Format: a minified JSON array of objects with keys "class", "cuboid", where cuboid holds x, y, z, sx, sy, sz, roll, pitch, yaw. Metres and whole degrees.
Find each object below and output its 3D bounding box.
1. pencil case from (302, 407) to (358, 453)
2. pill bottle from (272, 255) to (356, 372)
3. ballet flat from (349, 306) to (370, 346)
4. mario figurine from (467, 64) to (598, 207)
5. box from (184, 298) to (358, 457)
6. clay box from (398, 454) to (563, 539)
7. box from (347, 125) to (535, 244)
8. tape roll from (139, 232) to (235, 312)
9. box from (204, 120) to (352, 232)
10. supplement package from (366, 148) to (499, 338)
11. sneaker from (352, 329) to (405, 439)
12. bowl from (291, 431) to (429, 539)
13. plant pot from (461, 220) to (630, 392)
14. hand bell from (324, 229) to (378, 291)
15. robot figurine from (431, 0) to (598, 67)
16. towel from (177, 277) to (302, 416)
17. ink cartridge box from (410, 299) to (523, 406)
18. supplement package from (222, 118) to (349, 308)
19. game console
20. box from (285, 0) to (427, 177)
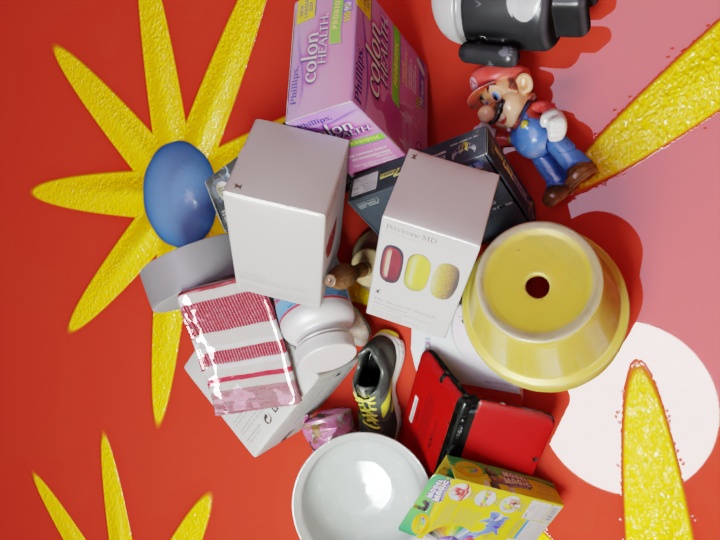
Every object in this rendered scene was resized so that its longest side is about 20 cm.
[{"class":"pencil case","cuboid":[-0.030,0.320,0.985,0.083,0.086,0.202,-20,85,53]},{"class":"pill bottle","cuboid":[-0.071,0.038,0.886,0.108,0.108,0.201,-37,55,29]},{"class":"ballet flat","cuboid":[-0.069,0.055,0.972,0.200,0.067,0.068,43,132,25]},{"class":"mario figurine","cuboid":[0.198,-0.173,0.776,0.123,0.106,0.201,-41,77,29]},{"class":"box","cuboid":[-0.147,0.150,1.002,0.200,0.130,0.199,45,115,17]},{"class":"clay box","cuboid":[0.156,0.317,0.823,0.198,0.048,0.116,20,114,-17]},{"class":"box","cuboid":[0.107,-0.088,0.801,0.199,0.158,0.051,-14,52,31]},{"class":"tape roll","cuboid":[-0.253,0.003,1.006,0.199,0.200,0.067,-25,84,30]},{"class":"box","cuboid":[-0.101,-0.141,0.920,0.199,0.163,0.087,-27,82,31]},{"class":"supplement package","cuboid":[0.081,-0.026,0.739,0.113,0.110,0.201,17,146,7]},{"class":"sneaker","cuboid":[0.016,0.193,0.939,0.074,0.084,0.202,6,98,31]},{"class":"bowl","cuboid":[0.003,0.330,0.898,0.199,0.090,0.203,0,86,0]},{"class":"plant pot","cuboid":[0.209,0.034,0.711,0.199,0.189,0.203,-5,75,18]},{"class":"hand bell","cuboid":[0.000,0.000,0.850,0.103,0.200,0.105,3,99,20]},{"class":"robot figurine","cuboid":[0.185,-0.336,0.753,0.198,0.150,0.126,15,133,27]},{"class":"towel","cuboid":[-0.177,0.112,0.894,0.143,0.023,0.202,-13,101,18]},{"class":"ink cartridge box","cuboid":[0.152,0.144,0.876,0.161,0.057,0.202,4,94,30]},{"class":"supplement package","cuboid":[-0.088,-0.063,0.764,0.119,0.122,0.201,14,147,3]},{"class":"game console","cuboid":[0.154,0.232,0.878,0.173,0.118,0.202,52,139,49]},{"class":"box","cuboid":[0.005,-0.231,0.797,0.096,0.200,0.178,-9,68,31]}]
